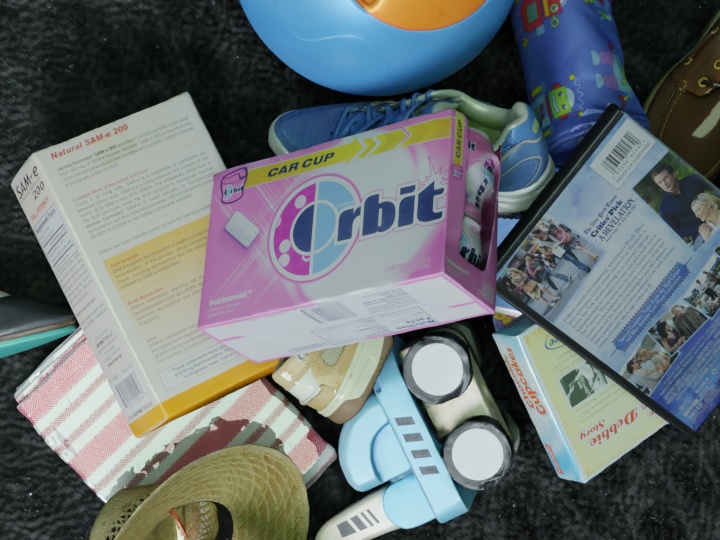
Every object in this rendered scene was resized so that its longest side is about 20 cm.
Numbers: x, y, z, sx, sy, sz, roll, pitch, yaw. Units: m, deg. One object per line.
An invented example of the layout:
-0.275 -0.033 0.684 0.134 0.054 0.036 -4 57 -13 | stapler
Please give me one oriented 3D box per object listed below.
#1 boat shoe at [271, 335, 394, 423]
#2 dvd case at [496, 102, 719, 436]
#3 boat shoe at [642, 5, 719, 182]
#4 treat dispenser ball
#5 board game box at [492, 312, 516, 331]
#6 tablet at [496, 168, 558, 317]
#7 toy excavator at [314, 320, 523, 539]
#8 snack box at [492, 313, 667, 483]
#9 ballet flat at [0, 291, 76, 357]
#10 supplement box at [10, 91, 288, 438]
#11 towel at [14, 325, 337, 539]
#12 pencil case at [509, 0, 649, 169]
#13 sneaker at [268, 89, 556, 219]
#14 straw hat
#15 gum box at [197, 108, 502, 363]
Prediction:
0.000 0.000 1.213 0.076 0.072 0.201 29 64 -11 | boat shoe
0.192 0.004 1.177 0.200 0.018 0.143 36 98 -22 | dvd case
0.254 -0.132 1.249 0.072 0.068 0.201 35 71 -3 | boat shoe
0.011 -0.218 1.197 0.199 0.201 0.203 0 90 -2 | treat dispenser ball
0.192 0.018 1.284 0.200 0.039 0.158 37 88 -1 | board game box
0.092 -0.038 1.273 0.198 0.014 0.131 13 87 12 | tablet
0.021 0.154 1.262 0.199 0.100 0.196 -25 92 12 | toy excavator
0.197 0.044 1.237 0.199 0.037 0.117 -32 105 -22 | snack box
-0.300 0.047 1.252 0.199 0.073 0.074 -22 91 1 | ballet flat
-0.137 -0.004 1.227 0.125 0.073 0.201 -24 85 -28 | supplement box
-0.132 0.112 1.280 0.146 0.030 0.200 -44 93 -3 | towel
0.146 -0.171 1.245 0.078 0.087 0.202 -23 68 35 | pencil case
0.033 -0.092 1.199 0.198 0.077 0.076 5 52 13 | sneaker
-0.137 0.188 1.218 0.085 0.201 0.202 29 88 39 | straw hat
-0.003 -0.020 1.133 0.199 0.066 0.114 -13 60 32 | gum box
